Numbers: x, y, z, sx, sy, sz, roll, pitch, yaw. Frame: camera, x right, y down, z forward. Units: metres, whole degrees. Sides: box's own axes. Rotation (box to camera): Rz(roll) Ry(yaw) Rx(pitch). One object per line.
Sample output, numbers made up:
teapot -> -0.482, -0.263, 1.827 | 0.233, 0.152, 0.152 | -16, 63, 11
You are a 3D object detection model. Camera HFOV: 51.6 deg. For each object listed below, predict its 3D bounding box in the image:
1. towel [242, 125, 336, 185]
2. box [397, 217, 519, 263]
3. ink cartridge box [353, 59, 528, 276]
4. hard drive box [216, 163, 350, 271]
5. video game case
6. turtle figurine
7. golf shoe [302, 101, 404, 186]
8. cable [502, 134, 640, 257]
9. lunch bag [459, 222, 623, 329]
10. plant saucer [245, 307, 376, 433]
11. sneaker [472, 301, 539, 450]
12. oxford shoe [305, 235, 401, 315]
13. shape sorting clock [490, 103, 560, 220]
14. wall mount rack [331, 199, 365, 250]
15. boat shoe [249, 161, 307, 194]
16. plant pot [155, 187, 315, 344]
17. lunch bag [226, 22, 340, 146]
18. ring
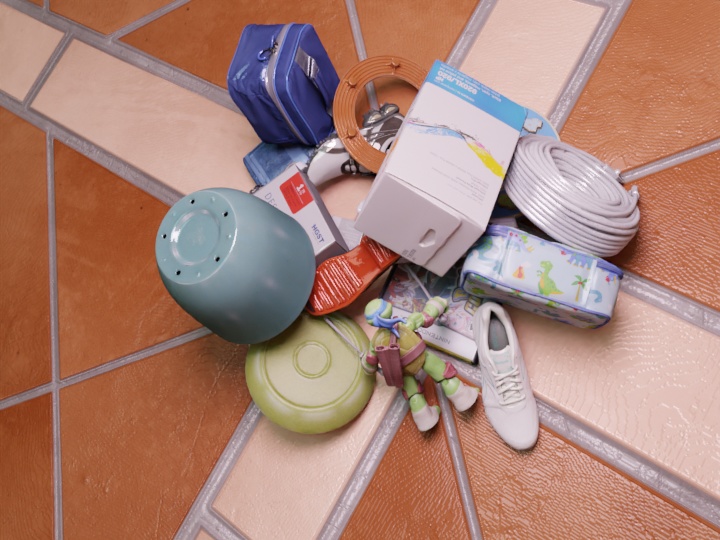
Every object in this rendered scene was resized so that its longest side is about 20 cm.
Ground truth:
towel -> -0.104, -0.214, 1.274 | 0.199, 0.048, 0.112 | -39, 62, 6
box -> 0.132, -0.042, 1.089 | 0.196, 0.041, 0.040 | -6, 68, 22
ink cartridge box -> 0.103, -0.130, 0.973 | 0.143, 0.148, 0.203 | 27, 61, -4
hard drive box -> -0.133, -0.034, 1.128 | 0.198, 0.077, 0.157 | -35, 62, 8
video game case -> 0.130, 0.013, 1.106 | 0.178, 0.025, 0.203 | 21, 81, 28
turtle figurine -> 0.073, 0.107, 1.041 | 0.143, 0.200, 0.196 | -36, 100, -13
golf shoe -> -0.001, -0.183, 1.192 | 0.198, 0.078, 0.095 | -35, 73, -5
cable -> 0.278, -0.103, 0.989 | 0.198, 0.201, 0.070 | 31, 122, -1
lunch bag -> 0.230, 0.012, 0.976 | 0.196, 0.161, 0.084 | 18, 80, 9
plant saucer -> -0.072, 0.136, 1.097 | 0.195, 0.031, 0.204 | 3, 62, -5
sneaker -> 0.190, 0.139, 0.994 | 0.069, 0.080, 0.205 | -15, 79, 6
oxford shoe -> 0.000, 0.000, 1.077 | 0.198, 0.072, 0.072 | -35, 79, 22
shape sorting clock -> 0.205, -0.168, 1.125 | 0.196, 0.039, 0.204 | -9, 65, 19
wall mount rack -> -0.061, -0.035, 1.177 | 0.196, 0.074, 0.177 | 15, 81, 28
boat shoe -> -0.162, -0.108, 1.233 | 0.066, 0.070, 0.201 | 42, 110, 14
plant pot -> -0.182, -0.018, 1.008 | 0.196, 0.161, 0.205 | -8, 69, 21
lunch bag -> -0.108, -0.292, 1.163 | 0.129, 0.200, 0.139 | 7, 69, 21
ring -> 0.053, -0.247, 1.173 | 0.196, 0.019, 0.205 | 3, 77, -13
